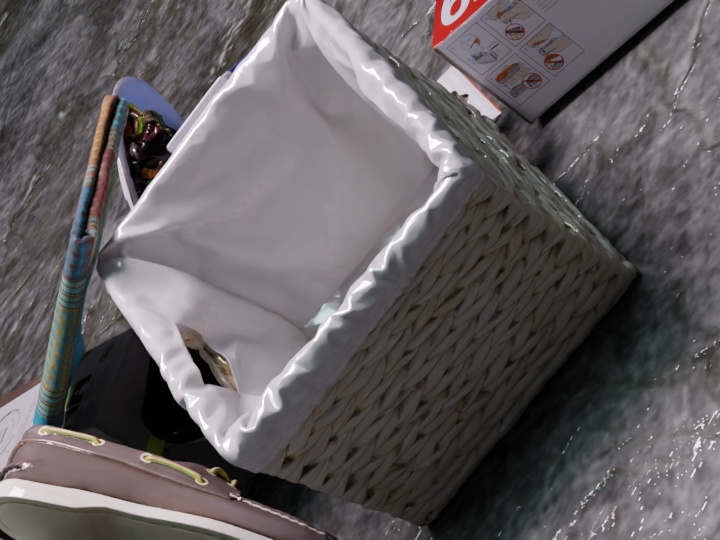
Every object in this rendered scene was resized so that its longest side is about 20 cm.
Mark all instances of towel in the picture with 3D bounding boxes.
[{"bbox_3d":[-0.163,0.018,1.517,0.147,0.022,0.200,-86,9,-51],"label":"towel"}]

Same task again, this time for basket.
[{"bbox_3d":[0.000,0.000,1.393,0.200,0.161,0.198,-51,41,10],"label":"basket"}]

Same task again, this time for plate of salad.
[{"bbox_3d":[-0.097,-0.034,1.655,0.048,0.200,0.200,-23,33,14],"label":"plate of salad"}]

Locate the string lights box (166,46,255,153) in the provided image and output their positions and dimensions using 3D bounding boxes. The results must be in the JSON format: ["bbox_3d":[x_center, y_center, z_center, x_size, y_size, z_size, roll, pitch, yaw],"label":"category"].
[{"bbox_3d":[-0.049,-0.083,1.647,0.059,0.103,0.200,-51,3,12],"label":"string lights box"}]

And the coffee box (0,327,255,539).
[{"bbox_3d":[-0.161,0.118,1.664,0.200,0.114,0.080,-26,37,49],"label":"coffee box"}]

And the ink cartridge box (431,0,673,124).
[{"bbox_3d":[0.139,-0.215,1.554,0.200,0.084,0.176,-41,26,30],"label":"ink cartridge box"}]

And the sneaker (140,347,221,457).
[{"bbox_3d":[-0.073,0.020,1.521,0.083,0.072,0.200,-29,-40,-71],"label":"sneaker"}]

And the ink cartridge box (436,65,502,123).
[{"bbox_3d":[0.023,-0.018,1.566,0.200,0.050,0.109,-51,23,8],"label":"ink cartridge box"}]

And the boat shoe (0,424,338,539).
[{"bbox_3d":[-0.101,0.132,1.451,0.072,0.200,0.060,91,-166,-52],"label":"boat shoe"}]
